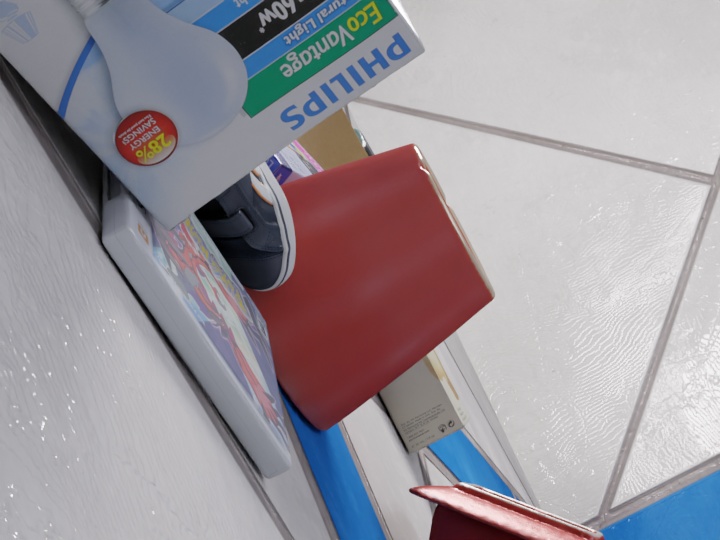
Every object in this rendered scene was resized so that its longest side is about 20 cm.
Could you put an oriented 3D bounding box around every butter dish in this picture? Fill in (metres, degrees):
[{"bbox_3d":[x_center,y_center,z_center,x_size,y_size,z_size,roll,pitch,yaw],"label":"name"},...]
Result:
[{"bbox_3d":[0.127,0.277,1.322,0.198,0.149,0.200,19,-5,13],"label":"butter dish"}]

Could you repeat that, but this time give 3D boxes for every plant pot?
[{"bbox_3d":[0.000,0.000,1.225,0.201,0.177,0.201,60,6,-11],"label":"plant pot"}]

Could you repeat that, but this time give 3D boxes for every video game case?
[{"bbox_3d":[-0.107,0.011,0.985,0.201,0.023,0.183,60,7,-29],"label":"video game case"}]

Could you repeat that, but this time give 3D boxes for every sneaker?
[{"bbox_3d":[-0.110,-0.068,1.081,0.079,0.078,0.201,-39,118,-48],"label":"sneaker"}]

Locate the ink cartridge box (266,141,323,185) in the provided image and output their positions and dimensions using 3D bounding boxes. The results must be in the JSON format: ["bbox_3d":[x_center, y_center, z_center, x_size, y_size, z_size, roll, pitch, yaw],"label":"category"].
[{"bbox_3d":[-0.089,-0.105,1.323,0.119,0.042,0.200,47,11,21],"label":"ink cartridge box"}]

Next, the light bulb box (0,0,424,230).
[{"bbox_3d":[-0.102,-0.168,0.888,0.200,0.198,0.125,48,14,-33],"label":"light bulb box"}]

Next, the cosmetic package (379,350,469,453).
[{"bbox_3d":[0.045,0.097,1.701,0.201,0.071,0.105,63,6,3],"label":"cosmetic package"}]

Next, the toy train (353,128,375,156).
[{"bbox_3d":[-0.010,-0.069,1.769,0.201,0.113,0.085,59,7,-32],"label":"toy train"}]

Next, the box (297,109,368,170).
[{"bbox_3d":[-0.065,-0.120,1.495,0.164,0.021,0.201,-50,120,-40],"label":"box"}]
